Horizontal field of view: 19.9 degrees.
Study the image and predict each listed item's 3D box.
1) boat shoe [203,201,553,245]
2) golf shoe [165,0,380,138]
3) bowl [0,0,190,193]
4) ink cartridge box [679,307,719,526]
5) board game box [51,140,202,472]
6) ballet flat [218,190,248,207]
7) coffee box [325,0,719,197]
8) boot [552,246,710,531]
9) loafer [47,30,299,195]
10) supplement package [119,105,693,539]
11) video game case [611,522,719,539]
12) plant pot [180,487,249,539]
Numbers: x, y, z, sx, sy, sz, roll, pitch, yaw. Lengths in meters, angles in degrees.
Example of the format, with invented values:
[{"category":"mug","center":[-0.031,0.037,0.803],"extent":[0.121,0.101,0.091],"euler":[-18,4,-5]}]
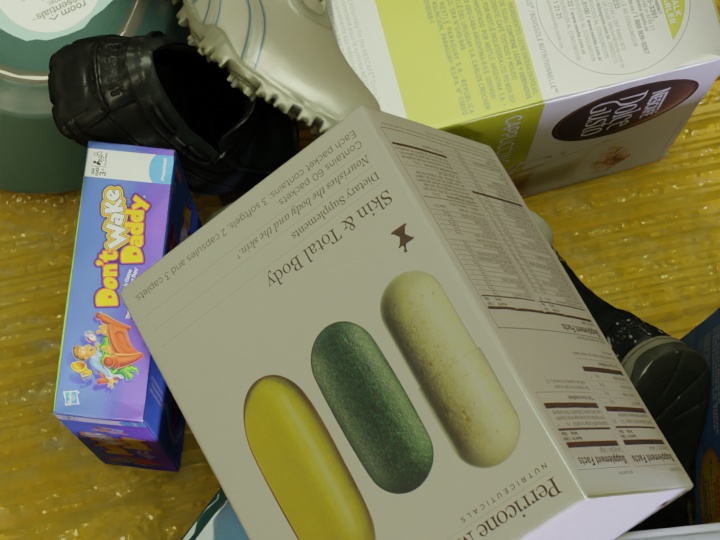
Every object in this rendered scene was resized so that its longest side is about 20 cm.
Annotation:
[{"category":"boat shoe","center":[0.000,0.000,1.084],"extent":[0.200,0.072,0.061],"euler":[0,61,25]},{"category":"golf shoe","center":[-0.046,-0.144,0.989],"extent":[0.097,0.078,0.200],"euler":[-47,72,10]},{"category":"bowl","center":[-0.174,-0.147,1.100],"extent":[0.200,0.105,0.202],"euler":[1,84,-8]},{"category":"ink cartridge box","center":[0.217,0.089,1.073],"extent":[0.076,0.200,0.137],"euler":[0,78,-5]},{"category":"board game box","center":[-0.116,0.025,1.071],"extent":[0.045,0.200,0.135],"euler":[6,78,1]},{"category":"ballet flat","center":[-0.081,-0.099,1.177],"extent":[0.067,0.046,0.201],"euler":[-23,80,-8]},{"category":"coffee box","center":[0.066,-0.154,1.117],"extent":[0.197,0.200,0.201],"euler":[-15,79,-5]},{"category":"boot","center":[0.110,0.092,1.129],"extent":[0.073,0.204,0.154],"euler":[-7,34,-31]},{"category":"loafer","center":[-0.080,-0.081,1.056],"extent":[0.070,0.200,0.068],"euler":[-12,78,26]},{"category":"supplement package","center":[0.023,0.056,0.950],"extent":[0.152,0.151,0.200],"euler":[-36,72,19]},{"category":"video game case","center":[0.204,0.169,1.024],"extent":[0.200,0.182,0.023],"euler":[33,58,-40]},{"category":"plant pot","center":[-0.018,0.209,1.072],"extent":[0.200,0.141,0.141],"euler":[38,79,-1]}]
